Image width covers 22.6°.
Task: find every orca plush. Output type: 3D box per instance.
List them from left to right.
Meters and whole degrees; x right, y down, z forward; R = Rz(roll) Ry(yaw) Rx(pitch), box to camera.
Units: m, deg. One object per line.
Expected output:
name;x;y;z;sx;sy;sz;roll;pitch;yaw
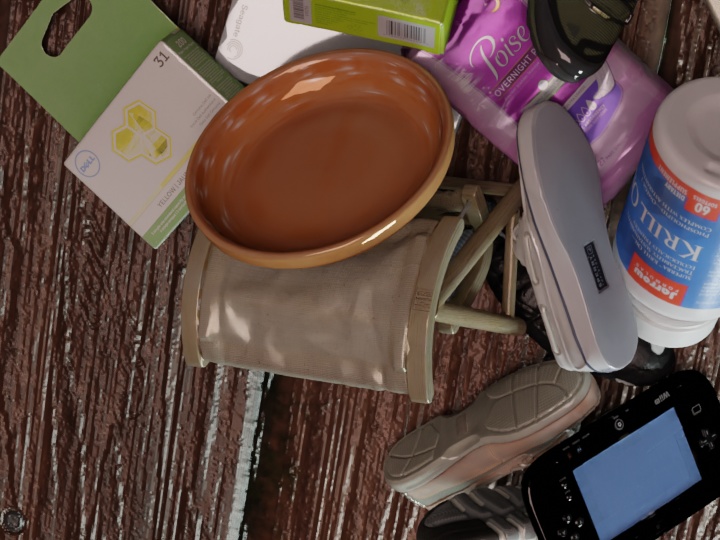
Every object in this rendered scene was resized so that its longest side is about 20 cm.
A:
orca plush;0.160;0.025;1.400;0.105;0.071;0.200;-39;94;16

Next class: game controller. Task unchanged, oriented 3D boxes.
game controller;0.208;0.157;1.383;0.199;0.042;0.105;-27;108;-29

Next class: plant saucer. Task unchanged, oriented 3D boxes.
plant saucer;-0.026;-0.075;1.277;0.198;0.201;0.038;-12;136;13

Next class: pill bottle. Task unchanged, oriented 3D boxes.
pill bottle;0.246;-0.034;1.312;0.111;0.113;0.201;16;141;6

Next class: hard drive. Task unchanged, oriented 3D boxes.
hard drive;-0.004;-0.184;1.401;0.198;0.027;0.133;21;106;5

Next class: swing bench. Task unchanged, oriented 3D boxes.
swing bench;0.000;0.000;1.331;0.197;0.200;0.131;7;105;26

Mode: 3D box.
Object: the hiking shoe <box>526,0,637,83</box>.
hiking shoe;0.183;-0.227;1.259;0.075;0.101;0.202;29;74;-18

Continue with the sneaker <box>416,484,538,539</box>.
sneaker;0.138;0.226;1.421;0.198;0.075;0.117;-14;116;-22

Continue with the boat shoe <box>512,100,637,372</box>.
boat shoe;0.141;-0.020;1.315;0.065;0.073;0.202;-10;95;46

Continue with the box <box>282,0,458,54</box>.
box;0.026;-0.261;1.306;0.121;0.048;0.202;13;66;7

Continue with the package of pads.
package of pads;0.139;-0.141;1.346;0.200;0.076;0.121;40;102;-13

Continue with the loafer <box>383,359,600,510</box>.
loafer;0.112;0.134;1.435;0.199;0.072;0.063;-28;123;28

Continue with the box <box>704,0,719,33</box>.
box;0.320;-0.147;1.320;0.077;0.095;0.201;-26;99;14

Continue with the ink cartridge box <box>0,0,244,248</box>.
ink cartridge box;-0.187;-0.137;1.422;0.200;0.048;0.146;42;118;-4
